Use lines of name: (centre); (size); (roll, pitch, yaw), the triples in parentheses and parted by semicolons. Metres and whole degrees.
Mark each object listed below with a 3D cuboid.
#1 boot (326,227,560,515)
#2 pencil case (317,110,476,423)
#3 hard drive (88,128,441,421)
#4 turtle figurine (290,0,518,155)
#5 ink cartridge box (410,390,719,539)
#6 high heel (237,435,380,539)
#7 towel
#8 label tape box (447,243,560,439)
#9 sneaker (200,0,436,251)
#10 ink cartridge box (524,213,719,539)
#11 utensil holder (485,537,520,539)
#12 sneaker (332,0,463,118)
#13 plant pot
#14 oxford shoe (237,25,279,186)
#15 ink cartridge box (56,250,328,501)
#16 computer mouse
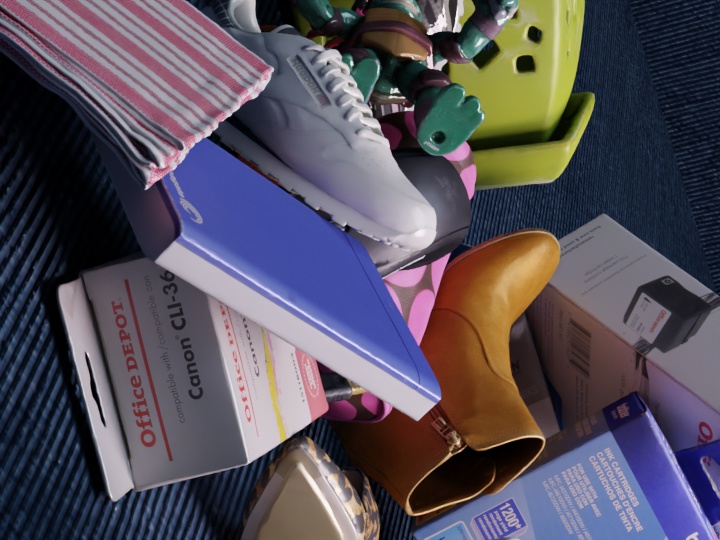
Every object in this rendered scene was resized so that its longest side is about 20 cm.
boot: (0.078, 0.067, 1.508); (0.144, 0.201, 0.071); (42, -19, 46)
pencil case: (0.006, -0.001, 1.502); (0.091, 0.094, 0.200); (61, 40, -41)
hard drive: (-0.049, -0.011, 1.222); (0.200, 0.025, 0.132); (33, 20, -42)
turtle figurine: (0.023, -0.146, 1.500); (0.200, 0.149, 0.101); (-90, -179, -58)
ink cartridge box: (0.149, 0.169, 1.541); (0.137, 0.200, 0.076); (61, 4, -6)
high heel: (-0.024, 0.121, 1.375); (0.200, 0.071, 0.143); (86, 10, -46)
towel: (-0.126, -0.114, 1.188); (0.146, 0.030, 0.200); (38, 19, -1)
label tape box: (0.077, 0.083, 1.695); (0.143, 0.066, 0.200); (17, -52, 68)
sneaker: (-0.028, -0.084, 1.349); (0.200, 0.081, 0.076); (38, 1, 24)
ink cartridge box: (0.202, 0.079, 1.624); (0.200, 0.084, 0.145); (39, -32, 36)
utensil holder: (-0.007, 0.219, 1.129); (0.170, 0.200, 0.170); (-13, 90, -76)
sneaker: (0.006, -0.138, 1.609); (0.087, 0.074, 0.200); (-8, 124, -66)
plant pot: (0.069, -0.158, 1.761); (0.200, 0.199, 0.182); (-57, 139, -70)
oxford shoe: (-0.041, -0.054, 1.493); (0.073, 0.071, 0.200); (62, 20, -55)
ink cartridge box: (-0.084, 0.042, 1.253); (0.200, 0.067, 0.117); (-28, 104, -74)
computer mouse: (0.000, 0.000, 1.406); (0.200, 0.046, 0.141); (-12, 82, -33)
